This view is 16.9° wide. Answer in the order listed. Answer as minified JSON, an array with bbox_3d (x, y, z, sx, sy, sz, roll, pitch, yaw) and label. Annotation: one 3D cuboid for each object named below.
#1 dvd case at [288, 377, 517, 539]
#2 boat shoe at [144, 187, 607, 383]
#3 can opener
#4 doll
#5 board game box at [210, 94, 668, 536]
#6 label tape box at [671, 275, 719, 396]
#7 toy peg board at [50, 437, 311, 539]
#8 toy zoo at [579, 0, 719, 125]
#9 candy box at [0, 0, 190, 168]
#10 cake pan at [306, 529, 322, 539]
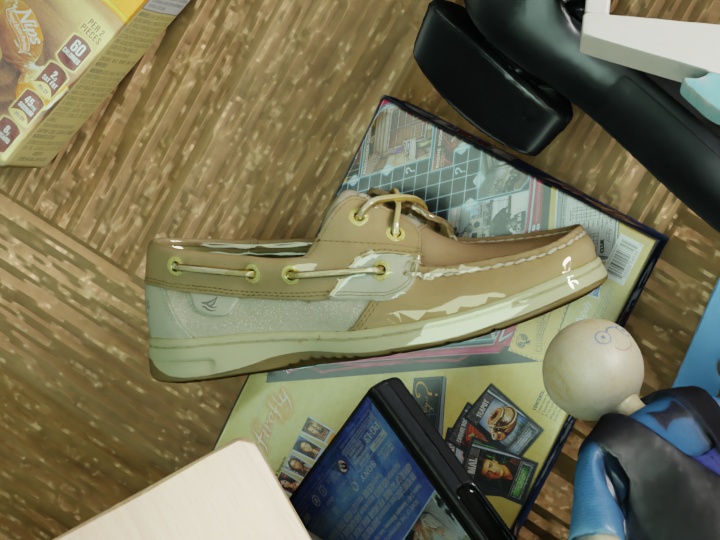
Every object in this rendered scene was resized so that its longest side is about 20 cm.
[{"bbox_3d":[0.039,0.158,0.961,0.200,0.018,0.143,54,139,17],"label":"dvd case"},{"bbox_3d":[0.000,0.000,0.991,0.199,0.074,0.067,-10,95,15],"label":"boat shoe"},{"bbox_3d":[0.115,-0.067,0.986,0.200,0.063,0.079,37,127,20],"label":"can opener"},{"bbox_3d":[0.142,0.094,0.906,0.200,0.136,0.049,46,137,22],"label":"doll"},{"bbox_3d":[0.027,0.044,1.042,0.135,0.035,0.201,29,99,12],"label":"board game box"},{"bbox_3d":[0.220,0.075,0.977,0.199,0.066,0.144,24,98,11],"label":"label tape box"},{"bbox_3d":[-0.088,0.201,0.906,0.199,0.098,0.201,-28,86,-29],"label":"toy peg board"},{"bbox_3d":[0.158,-0.146,0.957,0.131,0.020,0.201,6,72,3],"label":"toy zoo"},{"bbox_3d":[-0.124,-0.156,1.061,0.115,0.055,0.200,44,102,9],"label":"candy box"},{"bbox_3d":[-0.041,0.185,1.007,0.200,0.037,0.201,19,121,36],"label":"cake pan"}]
